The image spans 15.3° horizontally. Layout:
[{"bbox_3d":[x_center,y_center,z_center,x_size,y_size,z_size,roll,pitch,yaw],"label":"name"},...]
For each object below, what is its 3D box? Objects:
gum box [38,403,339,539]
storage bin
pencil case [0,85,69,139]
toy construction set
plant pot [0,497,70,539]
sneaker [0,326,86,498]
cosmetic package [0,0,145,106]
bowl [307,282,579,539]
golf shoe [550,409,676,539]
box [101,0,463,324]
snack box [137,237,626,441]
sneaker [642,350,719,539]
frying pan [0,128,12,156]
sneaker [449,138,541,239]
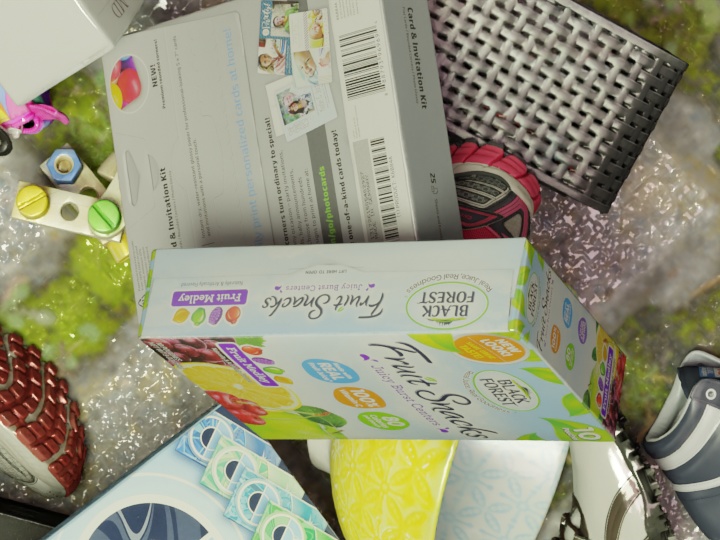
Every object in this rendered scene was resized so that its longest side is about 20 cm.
[{"bbox_3d":[-0.095,0.191,1.391,0.200,0.045,0.170,-38,93,-27],"label":"gum box"},{"bbox_3d":[0.063,-0.121,1.440,0.200,0.135,0.094,27,98,-4],"label":"storage bin"},{"bbox_3d":[-0.265,-0.079,1.473,0.199,0.088,0.089,-24,98,7],"label":"pencil case"},{"bbox_3d":[-0.081,-0.023,1.478,0.200,0.092,0.131,40,83,-10],"label":"toy construction set"},{"bbox_3d":[-0.206,0.217,1.475,0.199,0.200,0.178,16,87,-2],"label":"plant pot"},{"bbox_3d":[-0.241,0.064,1.511,0.200,0.078,0.082,37,117,-5],"label":"sneaker"},{"bbox_3d":[-0.198,-0.198,1.391,0.071,0.102,0.200,-28,109,24],"label":"cosmetic package"},{"bbox_3d":[0.035,0.087,1.462,0.107,0.200,0.201,18,99,21],"label":"bowl"},{"bbox_3d":[0.133,0.163,1.509,0.094,0.078,0.201,-17,103,2],"label":"golf shoe"},{"bbox_3d":[-0.043,-0.062,1.360,0.200,0.041,0.157,-13,84,40],"label":"box"},{"bbox_3d":[0.012,0.037,1.303,0.199,0.142,0.053,-2,66,26],"label":"snack box"},{"bbox_3d":[0.251,0.067,1.504,0.200,0.070,0.109,-41,99,9],"label":"sneaker"},{"bbox_3d":[-0.255,-0.132,1.389,0.190,0.031,0.115,10,105,-34],"label":"frying pan"},{"bbox_3d":[0.000,0.000,1.395,0.200,0.075,0.081,-28,118,30],"label":"sneaker"}]
